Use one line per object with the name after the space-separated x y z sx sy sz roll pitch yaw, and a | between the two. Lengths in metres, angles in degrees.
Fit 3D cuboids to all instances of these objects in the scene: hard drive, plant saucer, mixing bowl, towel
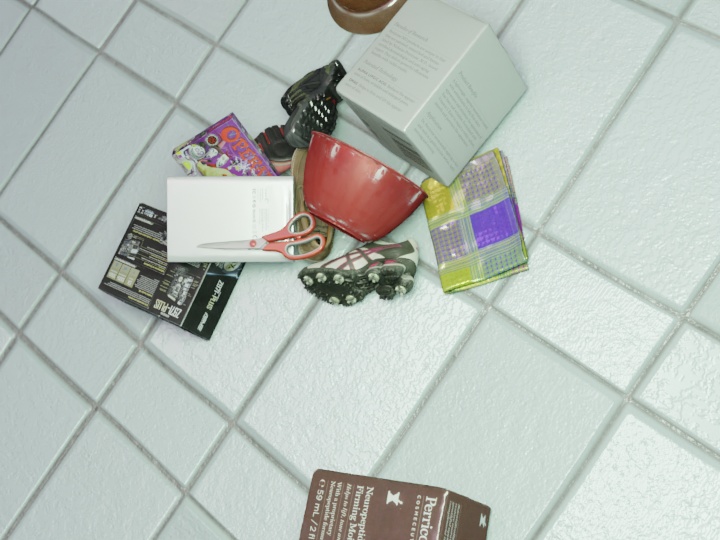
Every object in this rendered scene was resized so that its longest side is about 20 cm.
-0.201 -0.080 1.717 0.198 0.027 0.133 0 92 3 | hard drive
0.024 -0.497 1.866 0.199 0.034 0.202 -11 66 25 | plant saucer
-0.011 -0.112 1.639 0.199 0.200 0.109 27 87 33 | mixing bowl
0.166 -0.074 1.634 0.143 0.023 0.202 -18 63 20 | towel

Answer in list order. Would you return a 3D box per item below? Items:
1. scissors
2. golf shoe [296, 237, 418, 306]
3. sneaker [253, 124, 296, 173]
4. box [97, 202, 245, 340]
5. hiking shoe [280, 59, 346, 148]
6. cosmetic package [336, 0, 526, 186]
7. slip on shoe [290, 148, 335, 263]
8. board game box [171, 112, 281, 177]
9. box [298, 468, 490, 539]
-0.152 -0.035 1.686 0.198 0.014 0.074 -16 76 4 | scissors
0.000 0.000 1.676 0.198 0.077 0.088 -4 44 29 | golf shoe
-0.165 -0.177 1.822 0.198 0.087 0.074 -17 63 -6 | sneaker
-0.307 0.000 1.815 0.199 0.086 0.165 19 80 32 | box
-0.088 -0.260 1.791 0.100 0.076 0.201 -11 36 35 | hiking shoe
0.108 -0.272 1.644 0.200 0.165 0.165 -50 51 -4 | cosmetic package
-0.072 -0.115 1.734 0.075 0.061 0.202 5 72 -13 | slip on shoe
-0.193 -0.142 1.752 0.119 0.200 0.032 -31 30 12 | board game box
0.042 0.365 1.445 0.198 0.164 0.167 3 72 28 | box
